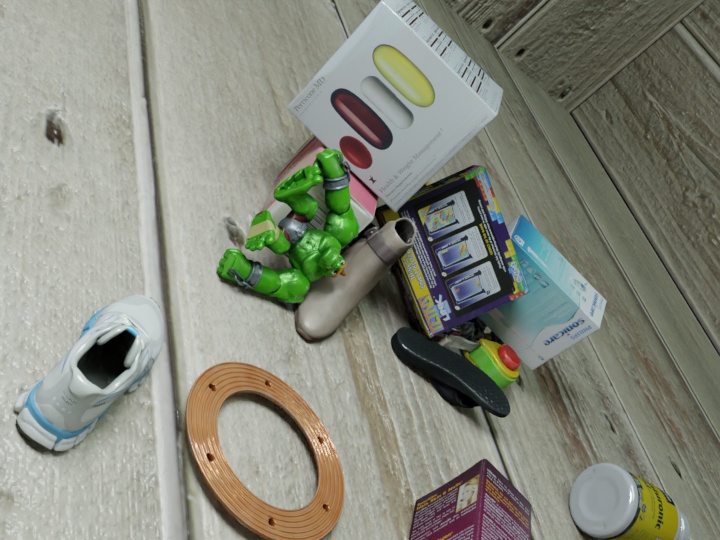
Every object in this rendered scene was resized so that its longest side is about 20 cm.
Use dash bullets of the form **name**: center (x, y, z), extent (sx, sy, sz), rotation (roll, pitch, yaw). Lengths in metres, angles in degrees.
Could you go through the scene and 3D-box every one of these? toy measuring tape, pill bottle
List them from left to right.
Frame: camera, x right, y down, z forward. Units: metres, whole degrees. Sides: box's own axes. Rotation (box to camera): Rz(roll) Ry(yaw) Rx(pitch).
- **toy measuring tape**: center (0.189, 0.143, 1.274), extent (0.200, 0.074, 0.074), rotation (18, 40, -48)
- **pill bottle**: center (0.420, 0.376, 1.280), extent (0.200, 0.111, 0.111), rotation (31, 31, -35)

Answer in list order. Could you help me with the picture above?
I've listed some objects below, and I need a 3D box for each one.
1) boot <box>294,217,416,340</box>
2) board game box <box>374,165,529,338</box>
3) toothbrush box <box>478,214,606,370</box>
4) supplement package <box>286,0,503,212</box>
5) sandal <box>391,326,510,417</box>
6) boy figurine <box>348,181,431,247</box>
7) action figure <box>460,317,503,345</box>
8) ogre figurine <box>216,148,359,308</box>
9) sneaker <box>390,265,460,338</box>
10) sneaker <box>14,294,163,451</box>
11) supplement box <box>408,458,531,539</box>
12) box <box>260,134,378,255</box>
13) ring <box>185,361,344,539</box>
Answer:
- **boot**: center (0.000, 0.000, 1.069), extent (0.070, 0.146, 0.200), rotation (47, 26, -11)
- **board game box**: center (0.131, -0.028, 1.199), extent (0.057, 0.165, 0.200), rotation (-135, -157, -76)
- **toothbrush box**: center (0.263, 0.037, 1.314), extent (0.200, 0.146, 0.085), rotation (44, 38, -5)
- **supplement package**: center (0.049, -0.227, 1.108), extent (0.200, 0.191, 0.147), rotation (43, 25, -8)
- **sandal**: center (0.125, 0.152, 1.196), extent (0.200, 0.048, 0.075), rotation (33, 29, -5)
- **boy figurine**: center (0.069, -0.084, 1.291), extent (0.064, 0.124, 0.200), rotation (52, 49, -4)
- **action figure**: center (0.200, 0.063, 1.401), extent (0.130, 0.069, 0.200), rotation (55, 29, -4)
- **ogre figurine**: center (-0.071, -0.042, 1.014), extent (0.120, 0.098, 0.200), rotation (51, 53, -38)
- **sneaker**: center (0.106, 0.021, 1.297), extent (0.081, 0.075, 0.200), rotation (17, 41, -49)
- **sneaker**: center (-0.207, 0.069, 0.716), extent (0.075, 0.087, 0.200), rotation (42, 25, -12)
- **supplement box**: center (0.111, 0.309, 0.873), extent (0.086, 0.110, 0.200), rotation (45, 26, -11)
- **box**: center (-0.050, -0.111, 1.160), extent (0.109, 0.128, 0.200), rotation (41, 26, -16)
- **ring**: center (-0.094, 0.179, 0.826), extent (0.200, 0.019, 0.201), rotation (37, 28, -23)
